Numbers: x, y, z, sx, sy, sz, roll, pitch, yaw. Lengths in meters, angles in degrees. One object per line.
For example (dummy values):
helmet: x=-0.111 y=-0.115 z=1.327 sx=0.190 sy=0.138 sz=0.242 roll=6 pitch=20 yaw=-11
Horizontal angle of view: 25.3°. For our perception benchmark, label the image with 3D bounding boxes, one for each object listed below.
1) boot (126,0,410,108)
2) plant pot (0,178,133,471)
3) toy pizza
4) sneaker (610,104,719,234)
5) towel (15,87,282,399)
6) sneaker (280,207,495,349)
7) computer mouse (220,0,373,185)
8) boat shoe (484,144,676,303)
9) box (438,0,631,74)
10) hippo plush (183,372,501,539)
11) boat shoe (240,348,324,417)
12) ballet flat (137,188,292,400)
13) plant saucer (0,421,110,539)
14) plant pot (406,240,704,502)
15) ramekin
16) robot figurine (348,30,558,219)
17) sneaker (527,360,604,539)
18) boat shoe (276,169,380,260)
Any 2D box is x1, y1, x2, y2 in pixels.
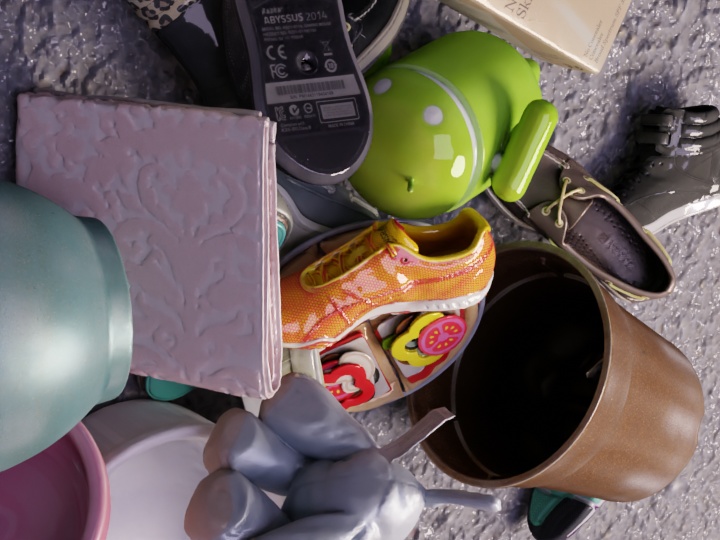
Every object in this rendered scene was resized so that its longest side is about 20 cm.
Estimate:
boot: x=-0.061 y=-0.191 z=1.137 sx=0.154 sy=0.073 sz=0.204 roll=52 pitch=60 yaw=-22
plant pot: x=-0.223 y=0.031 z=1.013 sx=0.133 sy=0.200 sz=0.202 roll=-6 pitch=109 yaw=-27
toy pizza: x=0.005 y=0.044 z=1.236 sx=0.198 sy=0.032 sz=0.201 roll=-10 pitch=133 yaw=-11
sneaker: x=0.242 y=-0.085 z=1.395 sx=0.199 sy=0.071 sz=0.100 roll=-22 pitch=104 yaw=-21
towel: x=-0.143 y=-0.020 z=1.076 sx=0.032 sy=0.198 sz=0.193 roll=-29 pitch=125 yaw=-61
sneaker: x=0.000 y=0.000 z=1.143 sx=0.198 sy=0.073 sz=0.078 roll=-18 pitch=128 yaw=-16
computer mouse: x=-0.045 y=-0.150 z=1.081 sx=0.137 sy=0.053 sz=0.202 roll=-4 pitch=80 yaw=-28
boat shoe: x=0.177 y=-0.046 z=1.313 sx=0.200 sy=0.060 sz=0.072 roll=41 pitch=86 yaw=-8
box: x=0.114 y=-0.235 z=1.240 sx=0.199 sy=0.078 sz=0.096 roll=21 pitch=94 yaw=-38
hippo plush: x=-0.025 y=0.174 z=1.149 sx=0.198 sy=0.160 sz=0.161 roll=-22 pitch=149 yaw=-12
boat shoe: x=-0.046 y=0.120 z=1.225 sx=0.061 sy=0.072 sz=0.201 roll=-5 pitch=140 yaw=10
ballet flat: x=-0.109 y=0.009 z=1.172 sx=0.067 sy=0.064 sz=0.201 roll=11 pitch=129 yaw=-33
plant saucer: x=-0.258 y=0.172 z=1.060 sx=0.200 sy=0.200 sz=0.051 roll=-41 pitch=148 yaw=-16
plant pot: x=0.175 y=0.099 z=1.337 sx=0.197 sy=0.200 sz=0.202 roll=23 pitch=92 yaw=-45
ramekin: x=-0.156 y=0.193 z=1.187 sx=0.199 sy=0.097 sz=0.202 roll=-13 pitch=113 yaw=-31
robot figurine: x=0.061 y=-0.109 z=1.202 sx=0.200 sy=0.175 sz=0.117 roll=-33 pitch=144 yaw=-47
sneaker: x=0.230 y=0.171 z=1.466 sx=0.087 sy=0.074 sz=0.201 roll=35 pitch=84 yaw=-42
boat shoe: x=-0.058 y=-0.051 z=1.209 sx=0.199 sy=0.073 sz=0.062 roll=28 pitch=46 yaw=-31
